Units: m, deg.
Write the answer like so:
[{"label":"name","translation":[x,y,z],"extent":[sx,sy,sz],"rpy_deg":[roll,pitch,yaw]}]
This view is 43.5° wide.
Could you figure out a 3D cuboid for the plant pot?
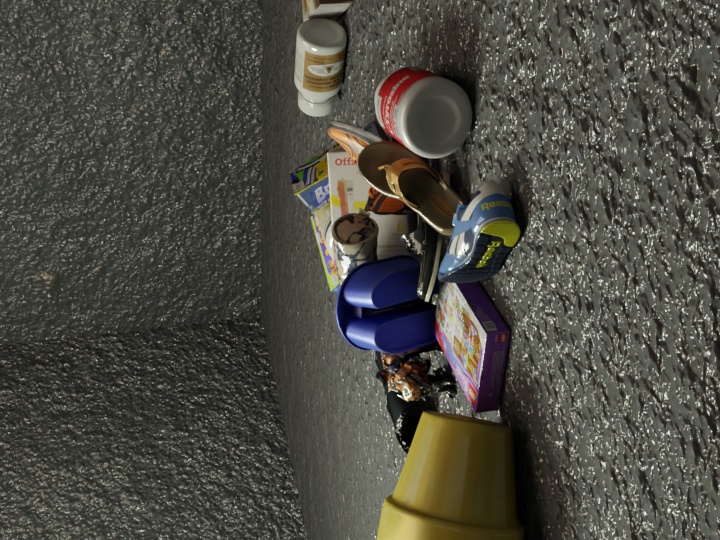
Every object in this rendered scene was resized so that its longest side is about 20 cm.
[{"label":"plant pot","translation":[0.132,0.298,1.237],"extent":[0.201,0.197,0.193],"rpy_deg":[167,113,-77]}]

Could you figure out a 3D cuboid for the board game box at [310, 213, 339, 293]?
[{"label":"board game box","translation":[-0.032,-0.071,1.942],"extent":[0.134,0.044,0.203],"rpy_deg":[-44,49,34]}]

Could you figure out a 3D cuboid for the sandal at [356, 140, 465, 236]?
[{"label":"sandal","translation":[0.078,-0.127,1.337],"extent":[0.199,0.081,0.054],"rpy_deg":[40,-173,16]}]

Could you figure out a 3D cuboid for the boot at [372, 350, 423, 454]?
[{"label":"boot","translation":[0.079,0.215,1.645],"extent":[0.168,0.075,0.204],"rpy_deg":[-120,20,-69]}]

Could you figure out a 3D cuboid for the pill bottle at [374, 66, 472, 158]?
[{"label":"pill bottle","translation":[0.085,-0.243,1.355],"extent":[0.200,0.110,0.115],"rpy_deg":[-127,34,-67]}]

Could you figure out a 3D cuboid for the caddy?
[{"label":"caddy","translation":[0.052,0.054,1.454],"extent":[0.104,0.197,0.144],"rpy_deg":[13,110,53]}]

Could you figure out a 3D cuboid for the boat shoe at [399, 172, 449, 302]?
[{"label":"boat shoe","translation":[0.094,-0.055,1.386],"extent":[0.075,0.065,0.204],"rpy_deg":[104,175,-85]}]

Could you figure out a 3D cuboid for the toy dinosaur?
[{"label":"toy dinosaur","translation":[0.083,0.155,1.478],"extent":[0.201,0.133,0.104],"rpy_deg":[-113,21,-52]}]

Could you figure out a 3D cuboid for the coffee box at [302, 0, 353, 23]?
[{"label":"coffee box","translation":[-0.077,-0.622,1.986],"extent":[0.200,0.078,0.117],"rpy_deg":[-171,75,-77]}]

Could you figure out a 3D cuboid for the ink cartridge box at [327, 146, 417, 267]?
[{"label":"ink cartridge box","translation":[0.023,-0.113,1.572],"extent":[0.083,0.142,0.204],"rpy_deg":[-34,-59,-71]}]

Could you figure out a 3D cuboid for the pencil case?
[{"label":"pencil case","translation":[0.000,0.000,1.506],"extent":[0.090,0.076,0.203],"rpy_deg":[-61,-27,-45]}]

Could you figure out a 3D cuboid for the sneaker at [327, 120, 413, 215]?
[{"label":"sneaker","translation":[0.016,-0.158,1.472],"extent":[0.113,0.198,0.078],"rpy_deg":[-60,-9,6]}]

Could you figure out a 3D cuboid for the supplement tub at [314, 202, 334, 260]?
[{"label":"supplement tub","translation":[-0.017,-0.114,1.790],"extent":[0.201,0.141,0.146],"rpy_deg":[-111,20,-50]}]

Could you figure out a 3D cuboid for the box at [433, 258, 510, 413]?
[{"label":"box","translation":[0.159,0.090,1.329],"extent":[0.201,0.038,0.139],"rpy_deg":[-114,23,-55]}]

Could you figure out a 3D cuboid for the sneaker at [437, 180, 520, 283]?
[{"label":"sneaker","translation":[0.157,-0.045,1.222],"extent":[0.201,0.072,0.084],"rpy_deg":[122,143,-58]}]

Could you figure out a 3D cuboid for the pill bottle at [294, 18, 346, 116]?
[{"label":"pill bottle","translation":[-0.094,-0.457,2.056],"extent":[0.202,0.112,0.116],"rpy_deg":[99,160,-49]}]

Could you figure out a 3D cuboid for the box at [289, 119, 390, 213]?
[{"label":"box","translation":[-0.033,-0.193,1.702],"extent":[0.070,0.198,0.065],"rpy_deg":[45,-159,-47]}]
